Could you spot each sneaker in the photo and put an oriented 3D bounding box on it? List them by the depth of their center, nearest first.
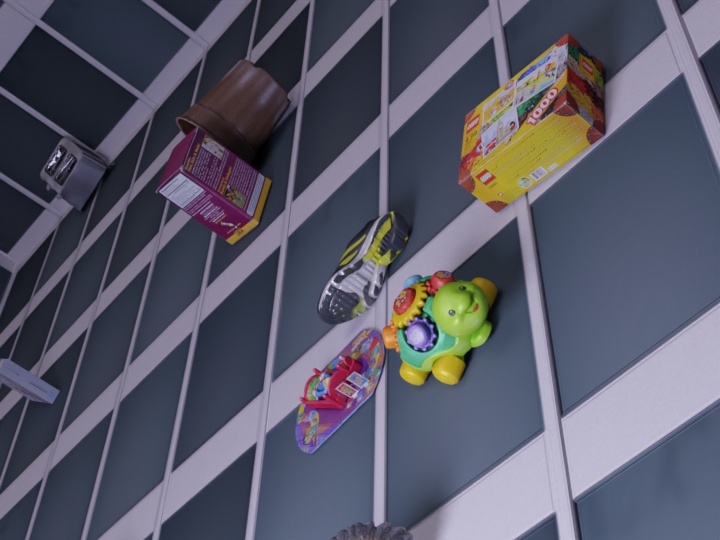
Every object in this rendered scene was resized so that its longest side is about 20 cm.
[{"bbox_3d":[0.000,0.000,1.848,0.201,0.074,0.084,-52,16,-14],"label":"sneaker"}]

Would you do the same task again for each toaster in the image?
[{"bbox_3d":[-0.922,-0.318,3.926,0.180,0.118,0.201,36,94,44],"label":"toaster"}]

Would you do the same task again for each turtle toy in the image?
[{"bbox_3d":[0.100,0.059,1.519,0.199,0.101,0.147,-10,50,59],"label":"turtle toy"}]

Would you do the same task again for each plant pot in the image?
[{"bbox_3d":[-0.269,-0.343,2.677,0.199,0.200,0.200,-52,22,-11],"label":"plant pot"}]

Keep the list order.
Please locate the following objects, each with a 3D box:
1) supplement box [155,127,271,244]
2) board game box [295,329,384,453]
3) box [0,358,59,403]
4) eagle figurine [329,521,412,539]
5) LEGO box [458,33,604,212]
[{"bbox_3d":[-0.296,-0.170,2.470,0.103,0.199,0.132,-33,31,41],"label":"supplement box"},{"bbox_3d":[-0.045,0.161,1.743,0.200,0.039,0.159,-46,25,22],"label":"board game box"},{"bbox_3d":[-0.845,0.272,3.014,0.199,0.155,0.041,-3,54,61],"label":"box"},{"bbox_3d":[-0.012,0.381,1.290,0.200,0.151,0.151,-49,3,27],"label":"eagle figurine"},{"bbox_3d":[0.230,-0.196,1.631,0.199,0.077,0.150,-37,30,37],"label":"LEGO box"}]
